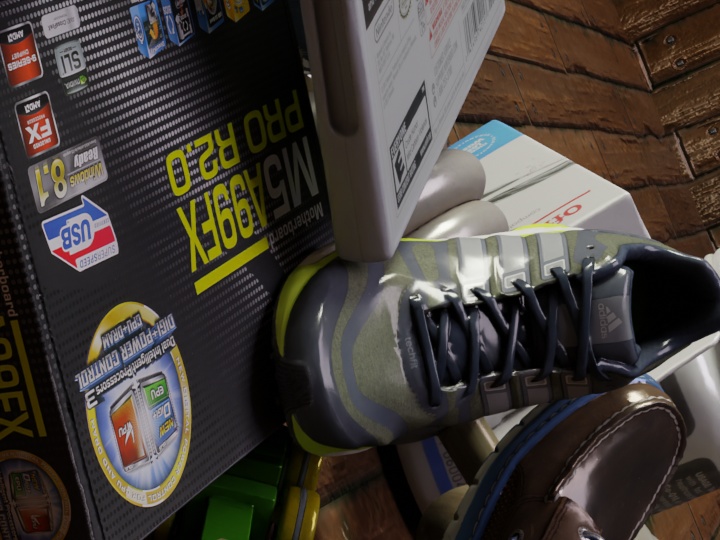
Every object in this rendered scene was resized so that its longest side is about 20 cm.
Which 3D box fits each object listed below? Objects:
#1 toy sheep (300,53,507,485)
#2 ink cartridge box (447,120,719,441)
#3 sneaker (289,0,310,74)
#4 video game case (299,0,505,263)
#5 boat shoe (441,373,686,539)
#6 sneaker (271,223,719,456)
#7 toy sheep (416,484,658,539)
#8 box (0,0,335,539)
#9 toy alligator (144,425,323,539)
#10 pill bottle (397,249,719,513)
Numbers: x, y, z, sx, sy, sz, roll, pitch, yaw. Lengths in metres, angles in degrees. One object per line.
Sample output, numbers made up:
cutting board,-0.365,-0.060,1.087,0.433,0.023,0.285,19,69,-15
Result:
toy sheep,0.000,0.000,0.895,0.200,0.138,0.138,51,13,7
ink cartridge box,0.066,0.005,1.039,0.067,0.115,0.200,62,-9,-23
sneaker,-0.012,-0.106,0.950,0.200,0.084,0.076,107,5,-78
video game case,0.013,-0.131,0.784,0.200,0.023,0.183,-64,150,-56
boat shoe,0.065,0.124,0.836,0.072,0.200,0.072,22,-24,48
sneaker,0.050,0.016,0.781,0.199,0.081,0.075,-16,97,-45
toy sheep,0.080,0.160,0.962,0.200,0.137,0.139,55,19,-40
box,-0.069,-0.016,0.712,0.200,0.044,0.162,-34,114,-62
toy alligator,-0.048,0.096,0.761,0.200,0.059,0.055,-84,-172,-62
pill bottle,0.125,0.063,1.104,0.114,0.199,0.114,59,16,-29
